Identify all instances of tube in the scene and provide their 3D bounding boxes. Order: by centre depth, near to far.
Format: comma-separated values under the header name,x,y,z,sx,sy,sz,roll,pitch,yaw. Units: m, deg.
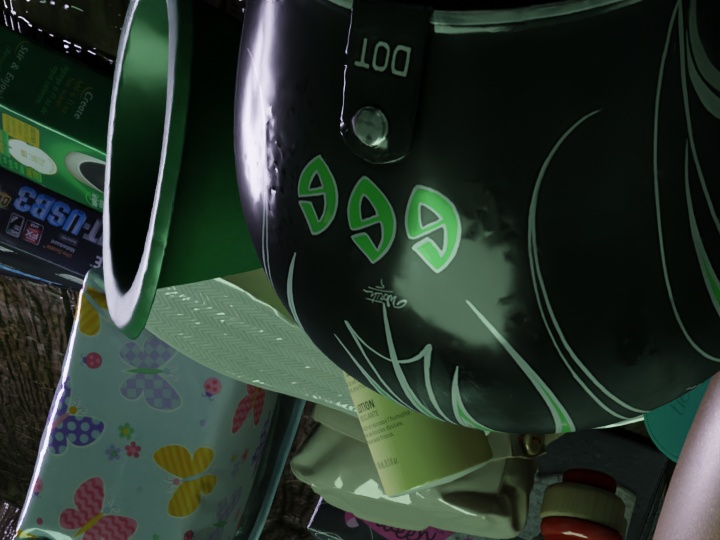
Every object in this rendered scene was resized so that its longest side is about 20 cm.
name,x,y,z,sx,sy,sz,roll,pitch,yaw
tube,0.000,0.000,0.815,0.058,0.200,0.052,-21,175,17

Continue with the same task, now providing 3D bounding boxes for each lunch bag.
name,x,y,z,sx,sy,sz,roll,pitch,yaw
lunch bag,-0.101,0.084,1.073,0.127,0.170,0.200,18,-174,8

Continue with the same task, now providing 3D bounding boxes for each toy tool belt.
name,x,y,z,sx,sy,sz,roll,pitch,yaw
toy tool belt,0.066,0.088,1.071,0.200,0.123,0.125,7,161,25

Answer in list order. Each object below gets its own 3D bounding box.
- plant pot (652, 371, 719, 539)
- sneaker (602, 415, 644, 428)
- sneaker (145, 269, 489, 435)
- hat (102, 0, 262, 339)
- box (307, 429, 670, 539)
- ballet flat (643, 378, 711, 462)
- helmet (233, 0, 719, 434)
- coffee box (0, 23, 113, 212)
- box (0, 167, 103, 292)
name,x,y,z,sx,sy,sz,roll,pitch,yaw
plant pot,0.180,0.112,0.652,0.186,0.186,0.200,14,130,29
sneaker,0.132,0.030,0.883,0.200,0.071,0.099,5,153,32
sneaker,-0.020,-0.002,0.892,0.200,0.116,0.074,24,145,-16
hat,-0.007,-0.044,0.771,0.176,0.166,0.200,5,-163,-16
box,0.085,0.157,1.195,0.200,0.132,0.115,19,163,15
ballet flat,0.160,-0.008,0.688,0.069,0.069,0.200,21,129,10
helmet,0.056,-0.044,0.572,0.200,0.200,0.191,15,136,26
coffee box,-0.131,-0.064,0.981,0.200,0.044,0.123,25,165,-2
box,-0.255,-0.036,1.160,0.198,0.050,0.200,11,171,38
